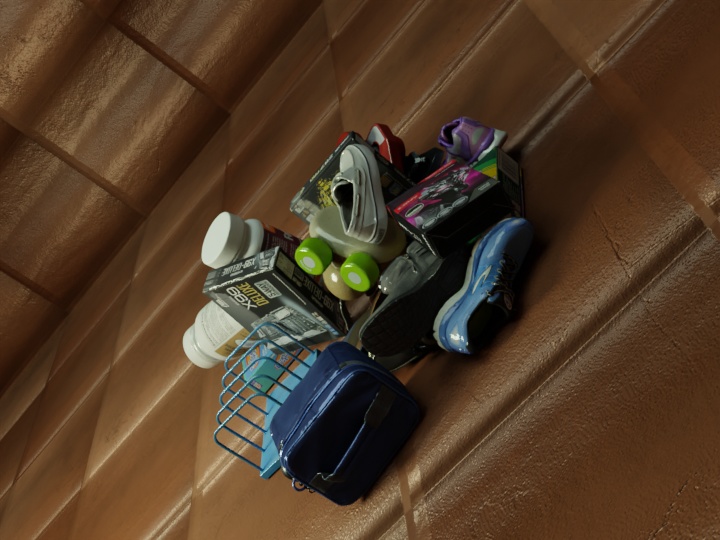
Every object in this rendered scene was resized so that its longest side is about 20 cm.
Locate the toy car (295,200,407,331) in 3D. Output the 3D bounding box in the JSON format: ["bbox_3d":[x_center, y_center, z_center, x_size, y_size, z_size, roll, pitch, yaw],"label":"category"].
[{"bbox_3d":[0.000,0.000,1.677,0.164,0.157,0.201,-53,-29,-37],"label":"toy car"}]

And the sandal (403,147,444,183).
[{"bbox_3d":[0.092,-0.175,1.858,0.200,0.043,0.076,176,113,-72],"label":"sandal"}]

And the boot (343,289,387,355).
[{"bbox_3d":[0.030,0.062,1.623,0.201,0.075,0.097,-61,25,-11],"label":"boot"}]

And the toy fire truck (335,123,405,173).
[{"bbox_3d":[0.022,-0.143,1.856,0.200,0.112,0.168,-61,42,35],"label":"toy fire truck"}]

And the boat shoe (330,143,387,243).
[{"bbox_3d":[-0.012,-0.120,1.600,0.072,0.065,0.201,123,147,-42],"label":"boat shoe"}]

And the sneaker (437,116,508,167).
[{"bbox_3d":[0.161,-0.198,1.689,0.081,0.088,0.200,-61,7,-10],"label":"sneaker"}]

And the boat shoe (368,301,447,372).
[{"bbox_3d":[0.085,0.078,1.481,0.200,0.073,0.065,-46,17,21],"label":"boat shoe"}]

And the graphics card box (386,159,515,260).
[{"bbox_3d":[0.120,-0.088,1.475,0.125,0.051,0.200,-34,21,-3],"label":"graphics card box"}]

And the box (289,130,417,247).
[{"bbox_3d":[0.009,-0.105,1.741,0.161,0.200,0.049,-46,18,19],"label":"box"}]

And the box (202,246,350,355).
[{"bbox_3d":[-0.137,0.054,1.766,0.157,0.200,0.050,-17,44,32],"label":"box"}]

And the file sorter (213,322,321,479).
[{"bbox_3d":[-0.152,0.204,1.730,0.139,0.122,0.200,-45,23,23],"label":"file sorter"}]

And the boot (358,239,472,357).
[{"bbox_3d":[0.058,0.036,1.450,0.200,0.070,0.132,-39,22,-17],"label":"boot"}]

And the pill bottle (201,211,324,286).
[{"bbox_3d":[-0.165,-0.020,1.842,0.114,0.199,0.115,-37,41,40],"label":"pill bottle"}]

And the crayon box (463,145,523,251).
[{"bbox_3d":[0.158,-0.062,1.556,0.172,0.058,0.200,-41,24,31],"label":"crayon box"}]

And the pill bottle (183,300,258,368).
[{"bbox_3d":[-0.239,0.100,1.955,0.200,0.114,0.115,-37,27,40],"label":"pill bottle"}]

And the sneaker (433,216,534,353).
[{"bbox_3d":[0.178,0.024,1.385,0.089,0.078,0.201,21,83,57],"label":"sneaker"}]

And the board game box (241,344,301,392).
[{"bbox_3d":[-0.140,0.112,1.950,0.200,0.045,0.152,-49,22,13],"label":"board game box"}]

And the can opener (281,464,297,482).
[{"bbox_3d":[-0.045,0.224,1.550,0.200,0.063,0.079,-54,20,2],"label":"can opener"}]

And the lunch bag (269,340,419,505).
[{"bbox_3d":[-0.027,0.212,1.428,0.200,0.136,0.132,-55,20,2],"label":"lunch bag"}]
